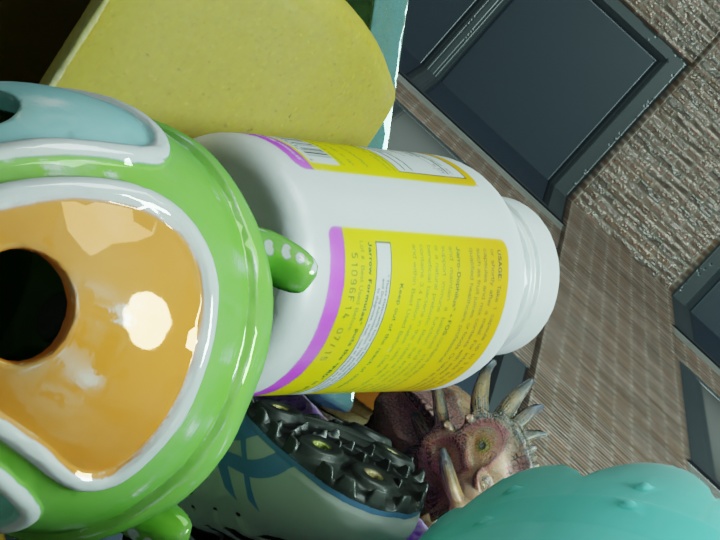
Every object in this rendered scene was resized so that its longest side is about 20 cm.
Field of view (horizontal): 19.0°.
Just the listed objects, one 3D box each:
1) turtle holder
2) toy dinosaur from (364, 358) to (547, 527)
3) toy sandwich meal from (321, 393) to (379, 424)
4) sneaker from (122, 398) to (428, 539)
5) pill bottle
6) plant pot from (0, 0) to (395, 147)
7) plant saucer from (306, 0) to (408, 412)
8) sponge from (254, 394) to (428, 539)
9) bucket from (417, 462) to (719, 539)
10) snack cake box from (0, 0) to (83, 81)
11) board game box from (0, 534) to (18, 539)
[{"bbox_3d":[-0.118,-0.004,0.655,0.131,0.141,0.186,24,22,-53],"label":"turtle holder"},{"bbox_3d":[0.042,0.087,1.033,0.200,0.086,0.136,32,-16,51],"label":"toy dinosaur"},{"bbox_3d":[-0.026,0.011,1.232,0.205,0.070,0.205,41,12,-10],"label":"toy sandwich meal"},{"bbox_3d":[-0.045,0.078,0.759,0.072,0.073,0.199,20,-6,-33],"label":"sneaker"},{"bbox_3d":[0.000,0.000,0.909,0.199,0.105,0.104,3,39,-51],"label":"pill bottle"},{"bbox_3d":[-0.102,-0.090,0.953,0.199,0.195,0.196,23,18,-43],"label":"plant pot"},{"bbox_3d":[-0.019,-0.037,1.026,0.019,0.202,0.070,7,0,-43],"label":"plant saucer"},{"bbox_3d":[0.004,0.104,0.921,0.200,0.030,0.112,43,-6,48],"label":"sponge"},{"bbox_3d":[0.060,0.168,0.634,0.207,0.207,0.135,44,21,10],"label":"bucket"},{"bbox_3d":[-0.238,-0.154,1.002,0.200,0.115,0.067,33,13,-37],"label":"snack cake box"},{"bbox_3d":[-0.146,0.075,0.698,0.135,0.028,0.200,37,12,-27],"label":"board game box"}]
